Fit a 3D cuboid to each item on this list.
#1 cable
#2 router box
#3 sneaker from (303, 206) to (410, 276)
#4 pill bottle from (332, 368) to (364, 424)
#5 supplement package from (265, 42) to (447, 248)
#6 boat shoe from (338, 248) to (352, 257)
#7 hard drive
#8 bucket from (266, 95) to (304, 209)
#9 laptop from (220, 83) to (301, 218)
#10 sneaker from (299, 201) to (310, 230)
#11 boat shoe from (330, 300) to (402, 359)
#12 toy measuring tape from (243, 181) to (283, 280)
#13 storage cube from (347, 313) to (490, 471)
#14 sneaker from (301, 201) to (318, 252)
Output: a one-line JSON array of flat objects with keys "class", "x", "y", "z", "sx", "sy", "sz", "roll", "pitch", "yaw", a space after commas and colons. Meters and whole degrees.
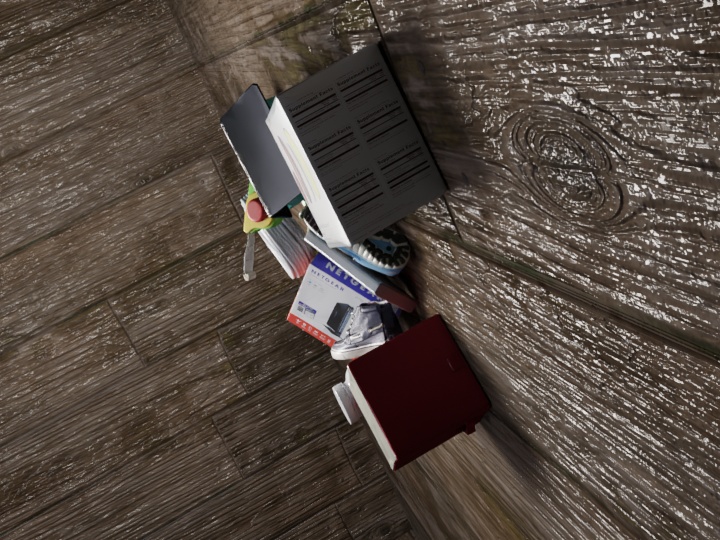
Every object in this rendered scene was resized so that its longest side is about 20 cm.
[{"class": "cable", "x": -0.163, "y": -0.079, "z": 1.657, "sx": 0.201, "sy": 0.069, "sz": 0.200, "roll": 52, "pitch": 174, "yaw": 10}, {"class": "router box", "x": -0.032, "y": 0.079, "z": 1.641, "sx": 0.198, "sy": 0.049, "sz": 0.181, "roll": 31, "pitch": 136, "yaw": 4}, {"class": "sneaker", "x": -0.012, "y": -0.046, "z": 1.388, "sx": 0.198, "sy": 0.079, "sz": 0.090, "roll": 33, "pitch": 157, "yaw": 13}, {"class": "pill bottle", "x": 0.050, "y": 0.207, "z": 1.581, "sx": 0.114, "sy": 0.197, "sz": 0.113, "roll": 59, "pitch": 170, "yaw": 17}, {"class": "supplement package", "x": -0.013, "y": -0.152, "z": 1.091, "sx": 0.203, "sy": 0.145, "sz": 0.191, "roll": 63, "pitch": 171, "yaw": -5}, {"class": "boat shoe", "x": 0.000, "y": -0.063, "z": 1.521, "sx": 0.074, "sy": 0.074, "sz": 0.200, "roll": 33, "pitch": -175, "yaw": 11}, {"class": "hard drive", "x": 0.000, "y": 0.000, "z": 1.505, "sx": 0.199, "sy": 0.027, "sz": 0.131, "roll": 38, "pitch": -174, "yaw": 37}, {"class": "bucket", "x": -0.118, "y": -0.227, "z": 1.517, "sx": 0.210, "sy": 0.133, "sz": 0.208, "roll": 61, "pitch": 171, "yaw": 16}, {"class": "laptop", "x": -0.140, "y": -0.186, "z": 1.347, "sx": 0.180, "sy": 0.102, "sz": 0.200, "roll": 62, "pitch": -169, "yaw": 2}, {"class": "sneaker", "x": -0.084, "y": -0.137, "z": 1.635, "sx": 0.202, "sy": 0.087, "sz": 0.078, "roll": -110, "pitch": 3, "yaw": -47}, {"class": "boat shoe", "x": 0.004, "y": 0.109, "z": 1.570, "sx": 0.198, "sy": 0.074, "sz": 0.095, "roll": -16, "pitch": 94, "yaw": 48}, {"class": "toy measuring tape", "x": -0.172, "y": -0.073, "z": 1.492, "sx": 0.074, "sy": 0.072, "sz": 0.205, "roll": -136, "pitch": 49, "yaw": -62}, {"class": "storage cube", "x": 0.094, "y": 0.212, "z": 1.416, "sx": 0.203, "sy": 0.177, "sz": 0.171, "roll": 61, "pitch": 171, "yaw": 17}, {"class": "sneaker", "x": -0.077, "y": -0.134, "z": 1.738, "sx": 0.090, "sy": 0.074, "sz": 0.205, "roll": -17, "pitch": 83, "yaw": 58}]
